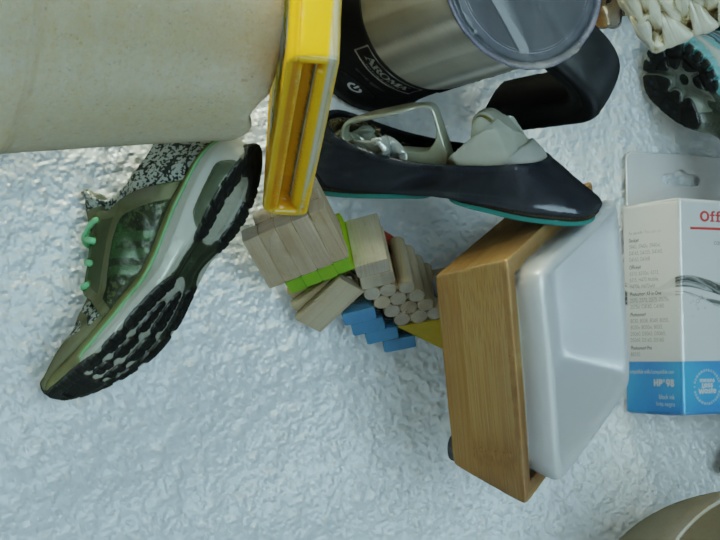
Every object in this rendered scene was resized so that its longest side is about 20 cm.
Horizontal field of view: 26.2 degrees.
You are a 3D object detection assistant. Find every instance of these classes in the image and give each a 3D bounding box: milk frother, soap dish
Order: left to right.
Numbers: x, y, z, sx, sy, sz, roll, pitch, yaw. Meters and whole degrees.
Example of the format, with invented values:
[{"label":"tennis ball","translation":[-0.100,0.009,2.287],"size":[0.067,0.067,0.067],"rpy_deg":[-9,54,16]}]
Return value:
[{"label":"milk frother","translation":[0.088,-0.204,1.022],"size":[0.180,0.188,0.201],"rpy_deg":[19,79,-28]},{"label":"soap dish","translation":[0.117,0.041,1.033],"size":[0.200,0.081,0.158],"rpy_deg":[-37,124,-62]}]

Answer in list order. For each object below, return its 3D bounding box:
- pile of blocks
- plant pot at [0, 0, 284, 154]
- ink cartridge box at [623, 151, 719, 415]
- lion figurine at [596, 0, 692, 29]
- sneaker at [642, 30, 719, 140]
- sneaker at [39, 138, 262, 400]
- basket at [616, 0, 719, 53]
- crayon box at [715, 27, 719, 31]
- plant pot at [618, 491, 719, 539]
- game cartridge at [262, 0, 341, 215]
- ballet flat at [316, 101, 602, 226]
[{"label":"pile of blocks","translation":[0.000,0.000,1.046],"size":[0.200,0.082,0.062],"rpy_deg":[33,29,-33]},{"label":"plant pot","translation":[-0.149,-0.145,0.873],"size":[0.183,0.200,0.202],"rpy_deg":[3,86,-25]},{"label":"ink cartridge box","translation":[0.265,0.008,1.178],"size":[0.115,0.067,0.201],"rpy_deg":[1,87,-29]},{"label":"lion figurine","translation":[0.250,-0.234,1.114],"size":[0.122,0.200,0.073],"rpy_deg":[27,41,-48]},{"label":"sneaker","translation":[0.310,-0.114,1.167],"size":[0.086,0.078,0.200],"rpy_deg":[-23,66,-37]},{"label":"sneaker","translation":[-0.144,-0.011,0.964],"size":[0.088,0.077,0.200],"rpy_deg":[32,82,19]},{"label":"basket","translation":[0.197,-0.250,0.993],"size":[0.123,0.200,0.136],"rpy_deg":[-26,125,9]},{"label":"crayon box","translation":[0.340,-0.265,1.239],"size":[0.172,0.058,0.201],"rpy_deg":[-34,103,-27]},{"label":"plant pot","translation":[0.239,0.254,1.114],"size":[0.199,0.134,0.202],"rpy_deg":[2,86,-28]},{"label":"game cartridge","translation":[-0.035,-0.161,0.931],"size":[0.032,0.176,0.201],"rpy_deg":[3,63,-7]},{"label":"ballet flat","translation":[0.059,-0.074,1.007],"size":[0.073,0.199,0.073],"rpy_deg":[8,90,-71]}]
